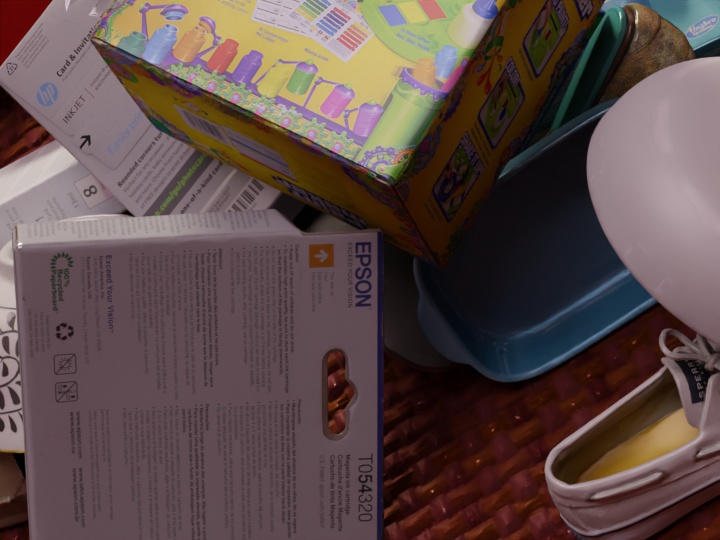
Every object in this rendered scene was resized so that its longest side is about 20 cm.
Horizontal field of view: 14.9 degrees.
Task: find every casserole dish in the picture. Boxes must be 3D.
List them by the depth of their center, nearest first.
[{"bbox_3d":[0.118,-0.023,1.549,0.200,0.121,0.039,-33,27,6],"label":"casserole dish"}]

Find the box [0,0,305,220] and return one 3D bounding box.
[{"bbox_3d":[-0.100,-0.109,1.623,0.200,0.041,0.156,42,98,22],"label":"box"}]

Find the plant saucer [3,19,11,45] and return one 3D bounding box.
[{"bbox_3d":[-0.326,-0.142,1.973,0.200,0.037,0.201,-18,48,20],"label":"plant saucer"}]

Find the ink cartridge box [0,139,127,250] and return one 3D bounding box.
[{"bbox_3d":[-0.218,-0.038,1.762,0.200,0.057,0.163,-31,11,13],"label":"ink cartridge box"}]

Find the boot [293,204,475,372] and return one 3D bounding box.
[{"bbox_3d":[0.000,0.000,1.643,0.073,0.076,0.200,-33,57,-19],"label":"boot"}]

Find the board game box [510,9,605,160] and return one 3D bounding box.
[{"bbox_3d":[0.028,-0.146,1.609,0.200,0.034,0.136,36,106,24],"label":"board game box"}]

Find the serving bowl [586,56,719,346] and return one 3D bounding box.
[{"bbox_3d":[0.221,-0.042,1.441,0.066,0.199,0.201,122,152,-43],"label":"serving bowl"}]

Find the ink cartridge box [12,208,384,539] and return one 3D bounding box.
[{"bbox_3d":[-0.087,0.064,1.518,0.199,0.197,0.043,-3,24,-7],"label":"ink cartridge box"}]

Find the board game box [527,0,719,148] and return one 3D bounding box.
[{"bbox_3d":[0.145,-0.166,1.689,0.151,0.047,0.200,-25,46,13],"label":"board game box"}]

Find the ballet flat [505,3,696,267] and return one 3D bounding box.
[{"bbox_3d":[0.128,-0.059,1.593,0.200,0.071,0.071,-59,41,18],"label":"ballet flat"}]

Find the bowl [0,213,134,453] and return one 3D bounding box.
[{"bbox_3d":[-0.162,0.025,1.628,0.200,0.095,0.201,-10,19,4],"label":"bowl"}]

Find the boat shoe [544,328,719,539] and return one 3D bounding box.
[{"bbox_3d":[0.183,0.064,1.453,0.201,0.086,0.075,-30,46,5],"label":"boat shoe"}]

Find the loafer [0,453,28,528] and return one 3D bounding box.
[{"bbox_3d":[-0.200,0.109,1.671,0.199,0.068,0.076,-7,52,28],"label":"loafer"}]

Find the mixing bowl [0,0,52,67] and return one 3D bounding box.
[{"bbox_3d":[-0.179,-0.183,1.863,0.199,0.108,0.201,-17,49,21],"label":"mixing bowl"}]

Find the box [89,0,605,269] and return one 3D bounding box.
[{"bbox_3d":[-0.002,-0.141,1.500,0.200,0.122,0.193,27,78,24],"label":"box"}]
